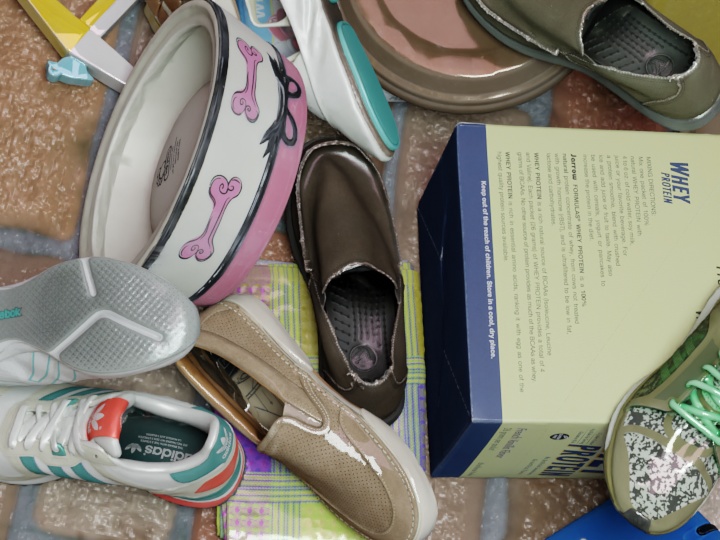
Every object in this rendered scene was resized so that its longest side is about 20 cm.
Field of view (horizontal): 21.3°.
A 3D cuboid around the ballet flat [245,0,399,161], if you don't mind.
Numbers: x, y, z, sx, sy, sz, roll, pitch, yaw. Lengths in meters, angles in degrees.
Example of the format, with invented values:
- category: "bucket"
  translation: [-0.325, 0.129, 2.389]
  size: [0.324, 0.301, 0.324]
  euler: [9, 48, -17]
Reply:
- category: "ballet flat"
  translation: [-0.035, -0.159, 1.262]
  size: [0.069, 0.069, 0.201]
  euler: [-21, 91, -17]

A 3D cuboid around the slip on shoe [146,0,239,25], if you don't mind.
- category: "slip on shoe"
  translation: [-0.127, -0.236, 1.295]
  size: [0.060, 0.076, 0.201]
  euler: [-26, 80, -36]

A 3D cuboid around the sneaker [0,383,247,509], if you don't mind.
- category: "sneaker"
  translation: [-0.169, 0.095, 1.178]
  size: [0.198, 0.094, 0.071]
  euler: [10, 67, 3]

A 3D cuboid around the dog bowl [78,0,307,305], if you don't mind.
- category: "dog bowl"
  translation: [-0.104, -0.066, 1.212]
  size: [0.073, 0.200, 0.201]
  euler: [19, 65, -25]

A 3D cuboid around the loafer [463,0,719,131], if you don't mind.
- category: "loafer"
  translation: [0.148, -0.165, 1.231]
  size: [0.199, 0.070, 0.075]
  euler: [30, 79, 18]

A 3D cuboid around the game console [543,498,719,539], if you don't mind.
- category: "game console"
  translation: [0.166, 0.260, 1.221]
  size: [0.199, 0.119, 0.171]
  euler: [-28, 45, -19]

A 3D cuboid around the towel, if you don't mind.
- category: "towel"
  translation: [-0.027, 0.083, 1.254]
  size: [0.143, 0.023, 0.201]
  euler: [1, 70, -10]

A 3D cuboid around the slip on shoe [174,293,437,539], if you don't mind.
- category: "slip on shoe"
  translation: [-0.037, 0.099, 1.185]
  size: [0.200, 0.076, 0.060]
  euler: [49, 41, 13]

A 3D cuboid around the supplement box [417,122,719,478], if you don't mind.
- category: "supplement box"
  translation: [0.149, 0.024, 1.245]
  size: [0.198, 0.134, 0.201]
  euler: [1, 70, -9]

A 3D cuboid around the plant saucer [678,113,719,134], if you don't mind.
- category: "plant saucer"
  translation: [0.320, -0.083, 1.374]
  size: [0.199, 0.029, 0.201]
  euler: [4, 68, -9]

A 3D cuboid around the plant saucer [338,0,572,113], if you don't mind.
- category: "plant saucer"
  translation: [0.073, -0.207, 1.310]
  size: [0.199, 0.029, 0.201]
  euler: [-1, 77, 3]

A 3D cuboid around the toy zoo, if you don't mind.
- category: "toy zoo"
  translation: [-0.152, -0.204, 1.331]
  size: [0.131, 0.020, 0.200]
  euler: [41, 68, -4]

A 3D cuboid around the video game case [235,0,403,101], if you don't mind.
- category: "video game case"
  translation: [0.008, -0.186, 1.350]
  size: [0.199, 0.018, 0.144]
  euler: [-1, 70, -19]

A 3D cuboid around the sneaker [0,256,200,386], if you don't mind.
- category: "sneaker"
  translation: [-0.182, 0.035, 1.160]
  size: [0.199, 0.080, 0.071]
  euler: [-3, 76, 22]

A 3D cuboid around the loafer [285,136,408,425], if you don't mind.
- category: "loafer"
  translation: [0.000, 0.000, 1.238]
  size: [0.073, 0.071, 0.201]
  euler: [-8, 71, -12]

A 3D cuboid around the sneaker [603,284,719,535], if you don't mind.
- category: "sneaker"
  translation: [0.210, 0.063, 1.121]
  size: [0.077, 0.089, 0.200]
  euler: [34, 69, 3]

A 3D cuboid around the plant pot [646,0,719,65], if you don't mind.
- category: "plant pot"
  translation: [0.273, -0.264, 1.323]
  size: [0.194, 0.200, 0.195]
  euler: [-1, 57, -10]
